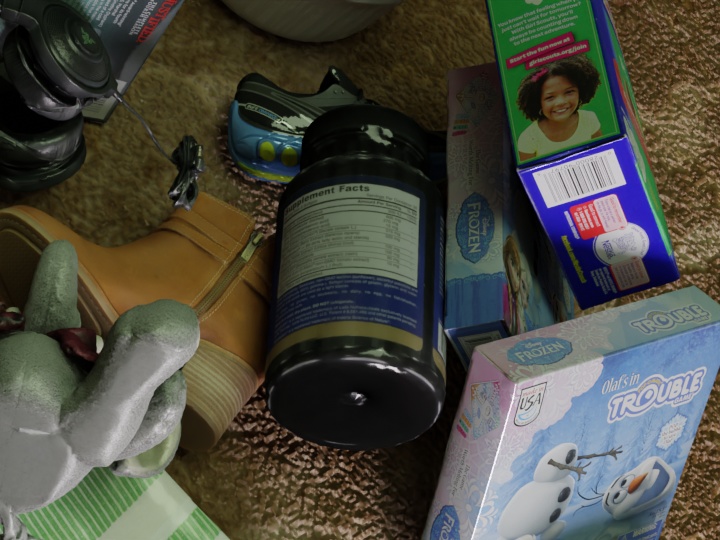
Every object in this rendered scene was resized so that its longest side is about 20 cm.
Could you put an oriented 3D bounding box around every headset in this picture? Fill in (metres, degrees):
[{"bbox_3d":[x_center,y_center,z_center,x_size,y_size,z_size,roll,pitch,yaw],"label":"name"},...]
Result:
[{"bbox_3d":[-0.189,-0.094,1.133,0.198,0.124,0.094,18,39,-14],"label":"headset"}]

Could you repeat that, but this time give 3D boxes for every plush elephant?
[{"bbox_3d":[-0.175,0.058,1.038,0.163,0.202,0.155,9,25,-6],"label":"plush elephant"}]

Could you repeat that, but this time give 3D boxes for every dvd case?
[{"bbox_3d":[-0.219,-0.157,1.148,0.198,0.146,0.022,11,51,-28],"label":"dvd case"}]

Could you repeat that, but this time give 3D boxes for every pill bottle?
[{"bbox_3d":[0.000,0.000,1.182,0.111,0.112,0.202,20,51,-23],"label":"pill bottle"}]

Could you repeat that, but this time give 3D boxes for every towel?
[{"bbox_3d":[-0.141,0.178,1.099,0.200,0.023,0.153,48,49,-3],"label":"towel"}]

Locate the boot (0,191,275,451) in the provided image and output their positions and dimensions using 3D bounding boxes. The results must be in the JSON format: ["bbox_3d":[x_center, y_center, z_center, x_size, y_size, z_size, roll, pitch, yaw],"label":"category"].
[{"bbox_3d":[-0.127,-0.004,1.167,0.200,0.077,0.156,39,47,-13],"label":"boot"}]

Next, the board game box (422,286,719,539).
[{"bbox_3d":[0.133,0.121,1.199,0.199,0.201,0.043,-13,38,-38],"label":"board game box"}]

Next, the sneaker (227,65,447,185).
[{"bbox_3d":[0.001,-0.100,1.310,0.198,0.071,0.084,6,68,-28],"label":"sneaker"}]

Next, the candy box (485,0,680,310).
[{"bbox_3d":[0.138,-0.107,1.220,0.169,0.076,0.202,58,19,-53],"label":"candy box"}]

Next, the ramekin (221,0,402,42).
[{"bbox_3d":[-0.036,-0.259,1.349,0.199,0.105,0.202,16,58,-27],"label":"ramekin"}]

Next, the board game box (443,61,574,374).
[{"bbox_3d":[0.102,0.002,1.259,0.200,0.043,0.201,58,27,-52],"label":"board game box"}]
